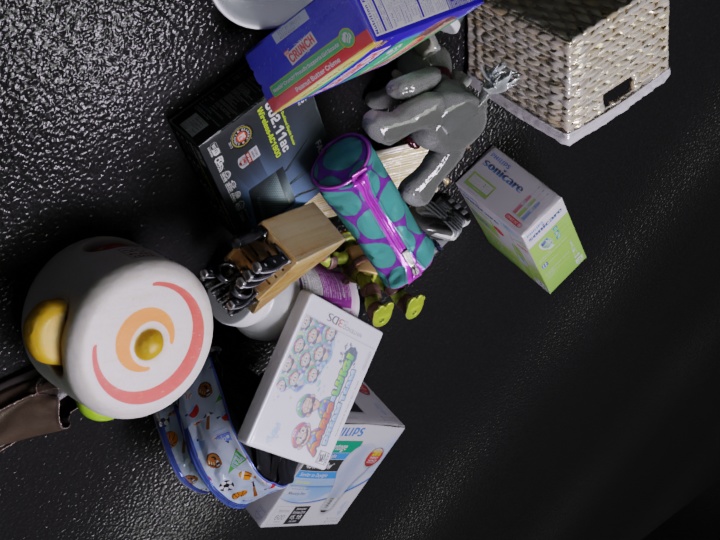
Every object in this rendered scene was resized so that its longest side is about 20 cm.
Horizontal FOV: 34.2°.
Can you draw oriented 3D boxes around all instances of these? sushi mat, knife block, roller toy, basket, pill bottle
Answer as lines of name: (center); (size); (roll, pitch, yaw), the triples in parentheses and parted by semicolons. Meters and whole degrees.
sushi mat: (0.014, -0.116, 1.507); (0.199, 0.012, 0.096); (-15, 136, -15)
knife block: (-0.092, -0.024, 1.317); (0.200, 0.064, 0.176); (-38, 176, -22)
roller toy: (-0.261, 0.061, 1.273); (0.183, 0.140, 0.200); (-49, 131, -19)
basket: (0.263, -0.302, 1.492); (0.198, 0.200, 0.161); (-33, 139, -22)
pill bottle: (-0.099, 0.038, 1.501); (0.200, 0.112, 0.112); (11, 116, -53)

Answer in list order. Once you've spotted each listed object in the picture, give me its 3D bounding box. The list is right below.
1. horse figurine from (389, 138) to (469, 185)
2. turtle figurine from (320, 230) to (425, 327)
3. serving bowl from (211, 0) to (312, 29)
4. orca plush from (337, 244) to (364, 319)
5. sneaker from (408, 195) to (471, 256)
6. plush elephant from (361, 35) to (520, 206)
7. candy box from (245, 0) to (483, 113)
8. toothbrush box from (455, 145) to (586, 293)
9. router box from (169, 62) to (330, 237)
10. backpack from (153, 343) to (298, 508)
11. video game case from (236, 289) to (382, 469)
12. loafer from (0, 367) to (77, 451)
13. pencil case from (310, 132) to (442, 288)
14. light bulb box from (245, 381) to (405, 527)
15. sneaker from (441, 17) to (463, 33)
horse figurine: (0.078, -0.157, 1.550); (0.132, 0.050, 0.200); (5, 130, -36)
turtle figurine: (0.000, 0.000, 1.508); (0.200, 0.161, 0.064); (1, 133, -44)
serving bowl: (-0.088, -0.343, 1.155); (0.200, 0.066, 0.201); (-31, 143, -26)
orca plush: (0.006, 0.014, 1.635); (0.105, 0.071, 0.200); (-4, 127, -48)
sneaker: (0.087, -0.040, 1.641); (0.116, 0.075, 0.200); (-50, 168, 18)
plush elephant: (0.074, -0.214, 1.418); (0.200, 0.155, 0.165); (-40, 138, 3)
candy box: (0.005, -0.255, 1.222); (0.169, 0.077, 0.200); (-24, -176, 45)
toothbrush box: (0.243, -0.074, 1.750); (0.086, 0.146, 0.200); (-44, 148, -4)
router box: (-0.115, -0.138, 1.342); (0.150, 0.062, 0.200); (-40, 147, -14)
backpack: (-0.174, 0.213, 1.529); (0.154, 0.191, 0.200); (-36, 149, 12)
video game case: (-0.060, 0.143, 1.486); (0.182, 0.024, 0.201); (32, 80, -54)
loafer: (-0.371, 0.156, 1.347); (0.200, 0.071, 0.073); (-36, 146, -17)
pencil case: (0.019, -0.068, 1.391); (0.085, 0.092, 0.200); (-39, 131, -2)
light bulb box: (-0.073, 0.269, 1.764); (0.198, 0.125, 0.200); (13, 116, -53)
sneaker: (0.076, -0.364, 1.333); (0.200, 0.071, 0.099); (36, 81, -51)
